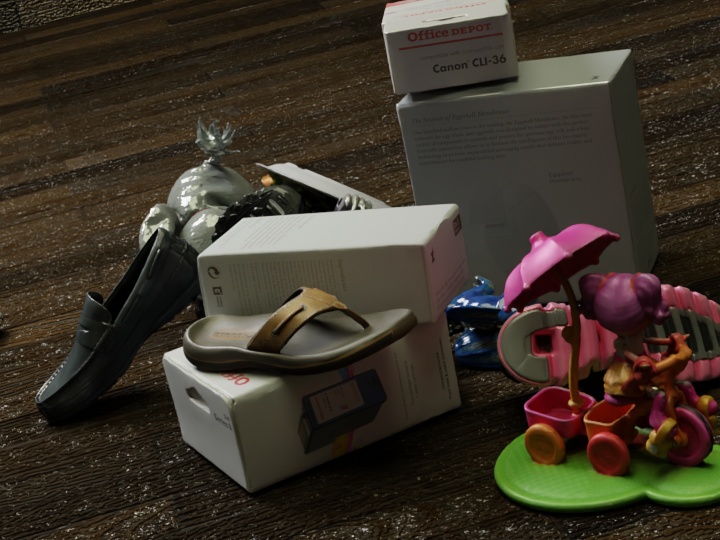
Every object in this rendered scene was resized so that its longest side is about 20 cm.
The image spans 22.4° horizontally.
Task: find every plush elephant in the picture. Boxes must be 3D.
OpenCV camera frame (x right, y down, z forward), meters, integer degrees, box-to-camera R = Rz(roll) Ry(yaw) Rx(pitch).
[{"bbox_3d":[-0.136,-0.025,1.761,0.163,0.201,0.155,-4,38,1],"label":"plush elephant"}]

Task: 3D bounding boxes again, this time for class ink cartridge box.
[{"bbox_3d":[0.081,-0.209,1.654,0.115,0.068,0.200,-9,14,6],"label":"ink cartridge box"},{"bbox_3d":[-0.041,0.088,1.481,0.199,0.088,0.145,-19,20,-24],"label":"ink cartridge box"}]

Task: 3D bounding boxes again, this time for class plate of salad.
[{"bbox_3d":[-0.018,-0.060,1.836,0.199,0.048,0.200,24,1,0],"label":"plate of salad"}]

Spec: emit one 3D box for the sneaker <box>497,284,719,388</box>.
[{"bbox_3d":[0.200,0.062,1.445,0.198,0.080,0.095,-1,-17,-6],"label":"sneaker"}]

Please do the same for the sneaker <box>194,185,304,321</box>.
[{"bbox_3d":[-0.091,-0.010,1.643,0.074,0.201,0.079,44,49,16],"label":"sneaker"}]

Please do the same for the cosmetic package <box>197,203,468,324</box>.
[{"bbox_3d":[-0.021,-0.001,1.482,0.198,0.075,0.102,-1,20,22],"label":"cosmetic package"}]

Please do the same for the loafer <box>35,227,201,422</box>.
[{"bbox_3d":[-0.223,0.047,1.620,0.201,0.070,0.068,-47,26,-1],"label":"loafer"}]

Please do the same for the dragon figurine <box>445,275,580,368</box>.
[{"bbox_3d":[0.110,0.046,1.549,0.199,0.059,0.099,4,25,40],"label":"dragon figurine"}]

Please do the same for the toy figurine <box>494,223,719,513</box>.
[{"bbox_3d":[0.174,0.059,1.289,0.199,0.186,0.150,7,27,40],"label":"toy figurine"}]

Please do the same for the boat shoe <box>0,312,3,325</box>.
[{"bbox_3d":[-0.440,0.070,1.807,0.074,0.063,0.199,-1,6,40],"label":"boat shoe"}]

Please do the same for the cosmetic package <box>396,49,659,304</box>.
[{"bbox_3d":[0.156,-0.084,1.666,0.198,0.202,0.123,-4,21,20],"label":"cosmetic package"}]

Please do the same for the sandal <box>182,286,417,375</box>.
[{"bbox_3d":[-0.053,0.040,1.408,0.199,0.055,0.082,1,24,31],"label":"sandal"}]

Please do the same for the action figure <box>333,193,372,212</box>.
[{"bbox_3d":[0.000,0.000,1.663,0.102,0.119,0.200,-40,11,31],"label":"action figure"}]
